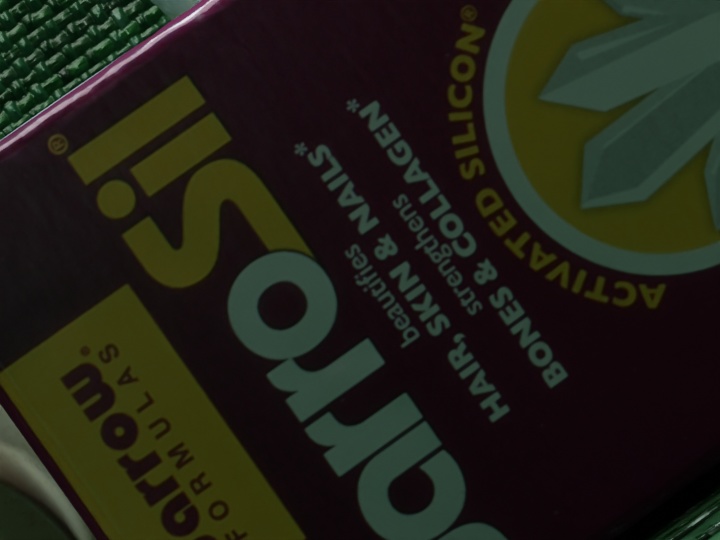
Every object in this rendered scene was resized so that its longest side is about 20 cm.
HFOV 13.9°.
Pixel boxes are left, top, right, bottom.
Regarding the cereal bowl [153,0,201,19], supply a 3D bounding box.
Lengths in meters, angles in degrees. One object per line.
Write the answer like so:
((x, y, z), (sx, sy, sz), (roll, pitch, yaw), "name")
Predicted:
((-0.001, -0.131, 1.071), (0.200, 0.200, 0.083), (-33, 43, 42), "cereal bowl")

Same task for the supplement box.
((0.023, -0.013, 0.592), (0.200, 0.131, 0.103), (-36, 3, -5), "supplement box")

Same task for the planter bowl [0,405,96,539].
((-0.129, 0.071, 0.673), (0.200, 0.200, 0.135), (-35, 30, -6), "planter bowl")
